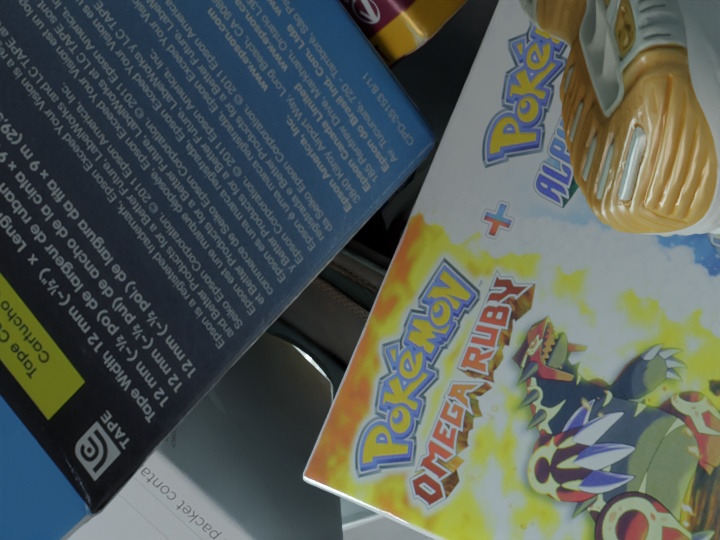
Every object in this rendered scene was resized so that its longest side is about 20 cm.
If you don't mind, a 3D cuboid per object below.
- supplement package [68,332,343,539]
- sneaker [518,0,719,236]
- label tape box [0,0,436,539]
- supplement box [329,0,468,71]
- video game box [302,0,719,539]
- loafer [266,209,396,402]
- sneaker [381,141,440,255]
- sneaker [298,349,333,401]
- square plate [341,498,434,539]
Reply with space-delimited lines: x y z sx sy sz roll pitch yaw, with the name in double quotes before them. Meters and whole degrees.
"supplement package" -0.111 0.042 0.768 0.111 0.156 0.200 -40 112 16
"sneaker" 0.090 -0.079 0.611 0.087 0.200 0.076 3 136 -11
"label tape box" -0.090 -0.026 0.644 0.066 0.200 0.143 -11 120 54
"supplement box" -0.051 -0.144 0.731 0.200 0.086 0.110 47 145 -7
"video game box" 0.097 -0.002 0.643 0.182 0.201 0.047 20 177 38
"loafer" 0.000 0.000 0.774 0.200 0.072 0.063 43 108 32
"sneaker" 0.038 -0.010 0.812 0.090 0.075 0.200 43 144 -3
"sneaker" -0.045 0.035 0.983 0.081 0.075 0.200 48 139 -1
"square plate" 0.090 0.065 0.867 0.198 0.029 0.200 0 163 -38
